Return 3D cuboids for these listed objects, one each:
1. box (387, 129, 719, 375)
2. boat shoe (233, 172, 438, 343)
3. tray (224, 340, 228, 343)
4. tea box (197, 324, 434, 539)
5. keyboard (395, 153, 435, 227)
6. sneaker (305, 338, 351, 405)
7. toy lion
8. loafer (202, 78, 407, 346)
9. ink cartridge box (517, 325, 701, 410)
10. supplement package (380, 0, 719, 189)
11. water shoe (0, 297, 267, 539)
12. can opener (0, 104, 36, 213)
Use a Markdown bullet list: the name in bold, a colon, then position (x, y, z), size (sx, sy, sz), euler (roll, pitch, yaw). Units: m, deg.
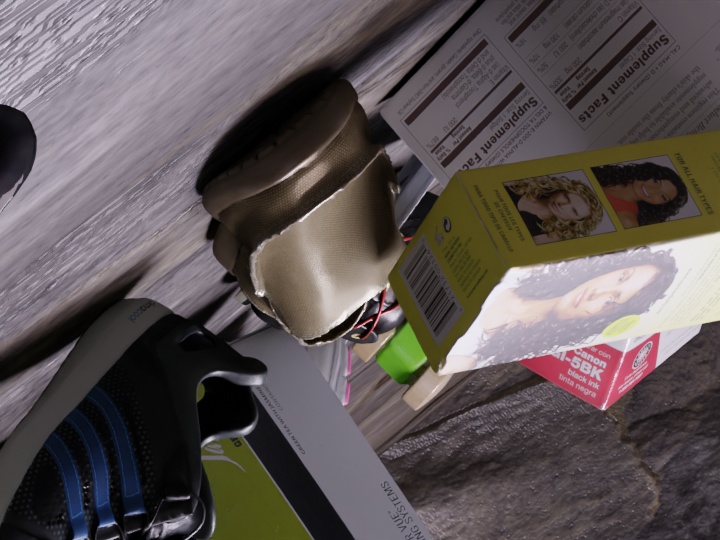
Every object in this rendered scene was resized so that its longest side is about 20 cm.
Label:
- **box**: position (0.114, -0.012, 1.155), size (0.199, 0.050, 0.075), euler (-11, 150, -32)
- **boat shoe**: position (0.002, -0.002, 1.407), size (0.074, 0.063, 0.201), euler (-40, 173, 21)
- **tray**: position (-0.127, 0.100, 1.512), size (0.200, 0.022, 0.107), euler (-39, 173, -14)
- **tea box**: position (-0.075, 0.162, 1.347), size (0.196, 0.200, 0.134), euler (-22, 163, -45)
- **keyboard**: position (0.024, -0.041, 1.310), size (0.056, 0.011, 0.200), euler (-46, -176, 31)
- **sneaker**: position (-0.072, 0.101, 1.604), size (0.201, 0.088, 0.081), euler (-63, -172, -14)
- **toy lion**: position (0.099, -0.019, 1.938), size (0.192, 0.069, 0.200), euler (-46, 178, -32)
- **loafer**: position (-0.015, -0.018, 1.139), size (0.076, 0.068, 0.200), euler (-40, 174, -6)
- **ink cartridge box**: position (0.180, -0.035, 1.832), size (0.147, 0.083, 0.201), euler (-34, 148, -52)
- **supplement package**: position (0.136, -0.106, 1.242), size (0.200, 0.111, 0.156), euler (-44, 173, 33)
- **water shoe**: position (-0.095, 0.087, 1.107), size (0.072, 0.079, 0.200), euler (101, 12, -47)
- **can opener**: position (-0.150, 0.033, 0.703), size (0.200, 0.079, 0.063), euler (-49, 167, -8)
